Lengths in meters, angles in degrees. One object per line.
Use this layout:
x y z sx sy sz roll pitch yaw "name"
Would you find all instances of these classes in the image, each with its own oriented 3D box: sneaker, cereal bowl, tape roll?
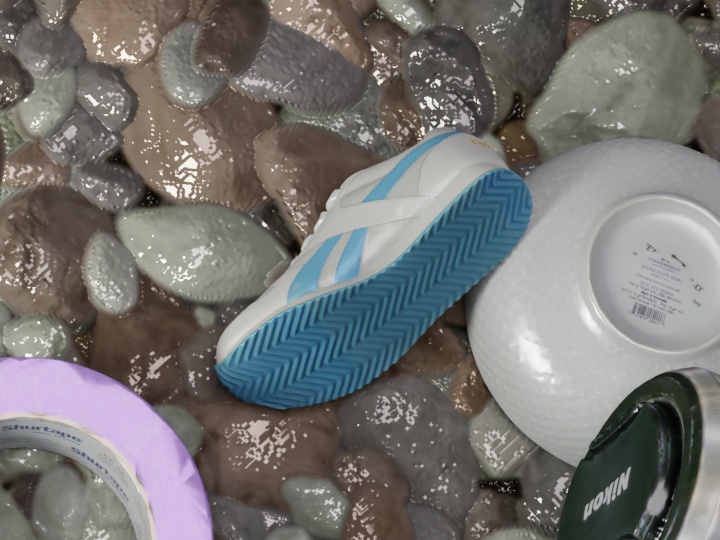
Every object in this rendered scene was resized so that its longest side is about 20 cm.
0.000 0.000 1.518 0.199 0.077 0.081 -37 40 -5 "sneaker"
0.163 0.014 1.533 0.198 0.083 0.202 3 71 -10 "cereal bowl"
-0.179 0.151 1.439 0.198 0.066 0.202 3 72 -9 "tape roll"

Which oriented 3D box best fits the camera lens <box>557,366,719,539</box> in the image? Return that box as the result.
0.214 0.153 1.439 0.199 0.160 0.161 23 69 -17 "camera lens"
